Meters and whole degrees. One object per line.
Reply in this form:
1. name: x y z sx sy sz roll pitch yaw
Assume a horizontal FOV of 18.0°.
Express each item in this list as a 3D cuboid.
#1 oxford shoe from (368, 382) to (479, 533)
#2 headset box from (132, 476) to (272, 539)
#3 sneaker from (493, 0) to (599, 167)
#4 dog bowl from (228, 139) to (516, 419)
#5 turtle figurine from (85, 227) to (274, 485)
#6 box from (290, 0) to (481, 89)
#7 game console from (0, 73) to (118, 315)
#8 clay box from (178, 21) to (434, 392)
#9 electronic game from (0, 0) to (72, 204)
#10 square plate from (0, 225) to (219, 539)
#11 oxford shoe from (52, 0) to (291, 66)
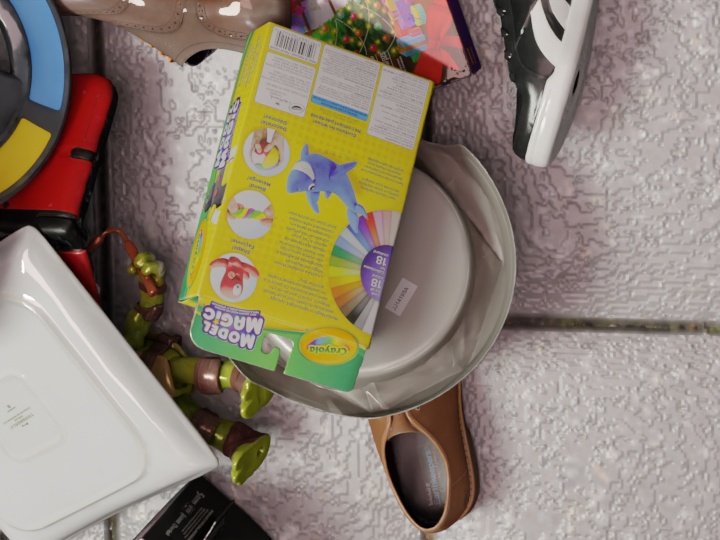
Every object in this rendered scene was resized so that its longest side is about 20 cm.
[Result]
1. oxford shoe: 0.030 0.075 1.476 0.071 0.071 0.201 -18 93 16
2. headset box: -0.148 0.231 1.498 0.077 0.149 0.200 41 106 0
3. sneaker: 0.093 -0.173 1.421 0.111 0.073 0.201 14 95 11
4. dog bowl: 0.000 0.000 1.435 0.199 0.059 0.201 -1 79 5
5. turtle figurine: -0.135 0.083 1.509 0.161 0.064 0.201 22 103 23
6. box: -0.020 -0.198 1.447 0.136 0.039 0.201 -18 97 15
7. game console: -0.246 -0.031 1.505 0.199 0.119 0.173 2 64 23
8. clay box: -0.035 -0.036 1.371 0.115 0.048 0.201 18 80 -19
9. electronic game: -0.271 -0.128 1.396 0.199 0.042 0.201 4 82 -29
10. square plate: -0.220 0.090 1.482 0.200 0.028 0.198 -28 105 36
11. oxford shoe: -0.132 -0.163 1.442 0.199 0.071 0.073 6 115 34
